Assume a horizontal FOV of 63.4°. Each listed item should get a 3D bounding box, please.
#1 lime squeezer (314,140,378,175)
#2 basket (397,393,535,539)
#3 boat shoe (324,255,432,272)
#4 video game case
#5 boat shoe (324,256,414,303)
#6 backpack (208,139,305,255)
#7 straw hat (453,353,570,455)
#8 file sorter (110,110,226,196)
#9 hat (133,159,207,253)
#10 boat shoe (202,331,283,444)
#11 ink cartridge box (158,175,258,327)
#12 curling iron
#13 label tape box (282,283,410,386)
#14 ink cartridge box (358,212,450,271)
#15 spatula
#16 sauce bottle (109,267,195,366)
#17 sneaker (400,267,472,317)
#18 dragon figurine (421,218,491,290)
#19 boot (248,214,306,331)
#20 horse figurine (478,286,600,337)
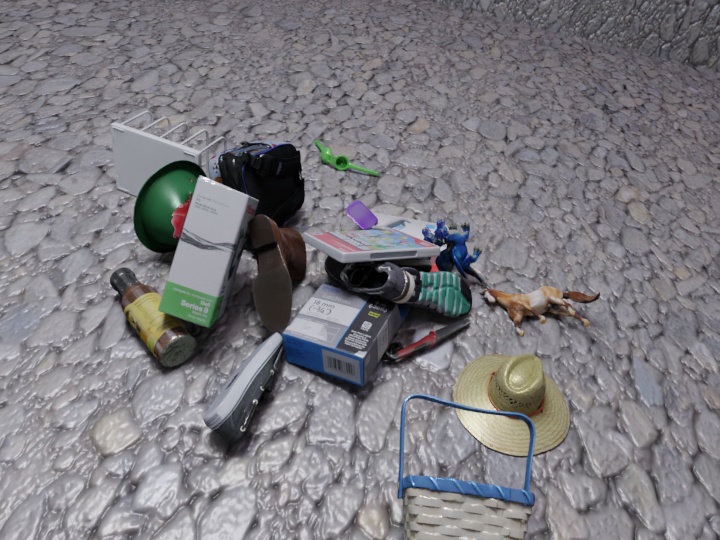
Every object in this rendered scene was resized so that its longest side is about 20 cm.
[{"bbox_3d":[-0.052,-0.264,1.399,0.197,0.038,0.070,31,12,24],"label":"lime squeezer"},{"bbox_3d":[0.122,0.263,0.708,0.171,0.140,0.205,11,70,1],"label":"basket"},{"bbox_3d":[0.034,-0.026,1.072,0.196,0.075,0.067,4,69,4],"label":"boat shoe"},{"bbox_3d":[0.019,-0.045,0.996,0.196,0.018,0.142,-4,18,-32],"label":"video game case"},{"bbox_3d":[0.000,0.000,0.959,0.197,0.074,0.062,19,-1,44],"label":"boat shoe"},{"bbox_3d":[-0.194,-0.162,1.134,0.151,0.205,0.190,20,33,28],"label":"backpack"},{"bbox_3d":[0.243,0.176,0.895,0.195,0.087,0.204,6,40,-5],"label":"straw hat"},{"bbox_3d":[-0.382,-0.224,1.189,0.195,0.141,0.125,20,37,11],"label":"file sorter"},{"bbox_3d":[-0.276,-0.077,1.000,0.173,0.169,0.200,23,49,27],"label":"hat"},{"bbox_3d":[-0.157,0.167,0.845,0.057,0.068,0.201,47,34,-10],"label":"boat shoe"},{"bbox_3d":[-0.230,-0.031,0.902,0.082,0.205,0.146,18,3,-6],"label":"ink cartridge box"},{"bbox_3d":[0.113,0.111,0.990,0.196,0.026,0.050,-16,43,-29],"label":"curling iron"},{"bbox_3d":[-0.017,0.080,0.950,0.141,0.065,0.201,13,39,21],"label":"label tape box"},{"bbox_3d":[0.090,-0.036,1.145,0.194,0.046,0.178,9,39,-2],"label":"ink cartridge box"},{"bbox_3d":[0.055,-0.075,1.129,0.198,0.021,0.056,33,44,22],"label":"spatula"},{"bbox_3d":[-0.332,0.067,0.916,0.064,0.066,0.199,-24,49,-35],"label":"sauce bottle"},{"bbox_3d":[0.111,0.035,1.034,0.197,0.077,0.087,18,-14,-35],"label":"sneaker"},{"bbox_3d":[0.176,-0.020,1.077,0.058,0.203,0.100,2,39,44],"label":"dragon figurine"},{"bbox_3d":[-0.127,0.008,0.995,0.062,0.200,0.192,-8,83,7],"label":"boot"},{"bbox_3d":[0.331,0.065,1.066,0.194,0.051,0.133,-9,25,-10],"label":"horse figurine"}]
